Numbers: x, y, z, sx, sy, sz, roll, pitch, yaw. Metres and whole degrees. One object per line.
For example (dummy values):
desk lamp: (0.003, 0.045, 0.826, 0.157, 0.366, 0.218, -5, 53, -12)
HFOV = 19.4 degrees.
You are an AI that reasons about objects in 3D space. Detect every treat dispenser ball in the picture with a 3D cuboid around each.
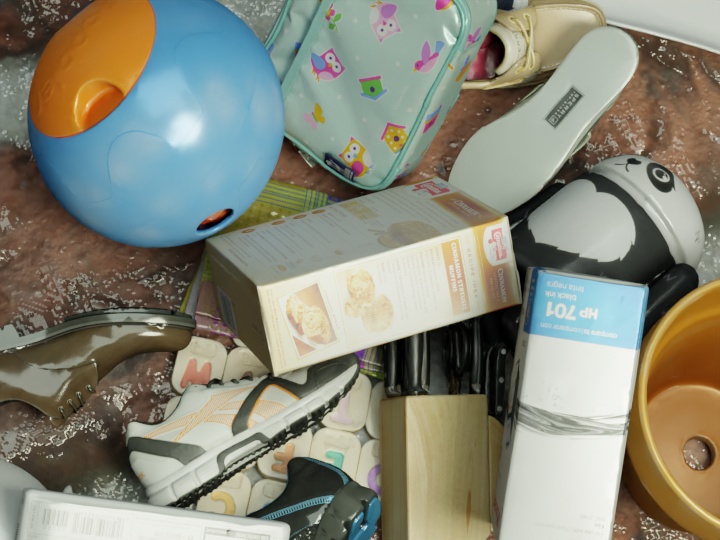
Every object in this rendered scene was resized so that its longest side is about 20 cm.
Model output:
treat dispenser ball: (-0.157, -0.119, 1.629, 0.199, 0.201, 0.203, 2, 72, -6)

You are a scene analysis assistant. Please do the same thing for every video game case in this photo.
video game case: (-0.159, 0.260, 1.511, 0.198, 0.024, 0.184, 10, 87, -18)

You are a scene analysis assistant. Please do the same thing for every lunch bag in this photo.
lunch bag: (0.002, -0.172, 1.672, 0.160, 0.201, 0.077, 35, 29, 11)

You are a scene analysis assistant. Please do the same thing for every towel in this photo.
towel: (-0.036, 0.005, 1.694, 0.198, 0.023, 0.145, 15, 65, -3)

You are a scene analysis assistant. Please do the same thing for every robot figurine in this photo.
robot figurine: (0.181, -0.006, 1.676, 0.199, 0.125, 0.151, -37, 83, -16)

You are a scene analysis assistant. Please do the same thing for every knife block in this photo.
knife block: (0.045, 0.129, 1.626, 0.176, 0.064, 0.200, 46, 73, -9)

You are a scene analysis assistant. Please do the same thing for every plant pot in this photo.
plant pot: (0.281, 0.123, 1.614, 0.198, 0.183, 0.202, 3, 73, -10)

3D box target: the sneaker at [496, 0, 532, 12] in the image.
sneaker: (0.059, -0.237, 1.710, 0.108, 0.200, 0.071, -21, 113, -13)

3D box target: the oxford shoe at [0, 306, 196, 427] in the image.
oxford shoe: (-0.221, 0.076, 1.635, 0.198, 0.073, 0.085, -13, 84, -3)

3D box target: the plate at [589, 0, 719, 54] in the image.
plate: (0.293, -0.280, 1.824, 0.198, 0.032, 0.202, 15, 72, -3)

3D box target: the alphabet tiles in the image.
alphabet tiles: (-0.056, 0.118, 1.666, 0.198, 0.015, 0.197, 13, 72, -3)

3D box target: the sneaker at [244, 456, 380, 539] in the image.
sneaker: (-0.070, 0.234, 1.604, 0.082, 0.073, 0.200, 33, 76, 25)

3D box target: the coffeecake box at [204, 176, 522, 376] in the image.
coffeecake box: (0.000, 0.000, 1.602, 0.198, 0.153, 0.074, -16, 108, -15)

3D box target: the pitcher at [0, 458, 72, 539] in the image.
pitcher: (-0.231, 0.220, 1.559, 0.171, 0.121, 0.200, -40, 90, -15)

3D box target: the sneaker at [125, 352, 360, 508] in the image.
sneaker: (-0.091, 0.106, 1.618, 0.199, 0.074, 0.080, -30, 77, -14)

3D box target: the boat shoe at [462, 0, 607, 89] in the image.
boat shoe: (0.114, -0.182, 1.742, 0.198, 0.069, 0.074, -13, 98, -6)

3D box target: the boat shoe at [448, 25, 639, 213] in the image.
boat shoe: (0.155, -0.116, 1.734, 0.200, 0.064, 0.071, -43, 81, 7)

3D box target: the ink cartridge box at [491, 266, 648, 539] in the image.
ink cartridge box: (0.150, 0.103, 1.531, 0.085, 0.146, 0.202, 10, 91, 1)
